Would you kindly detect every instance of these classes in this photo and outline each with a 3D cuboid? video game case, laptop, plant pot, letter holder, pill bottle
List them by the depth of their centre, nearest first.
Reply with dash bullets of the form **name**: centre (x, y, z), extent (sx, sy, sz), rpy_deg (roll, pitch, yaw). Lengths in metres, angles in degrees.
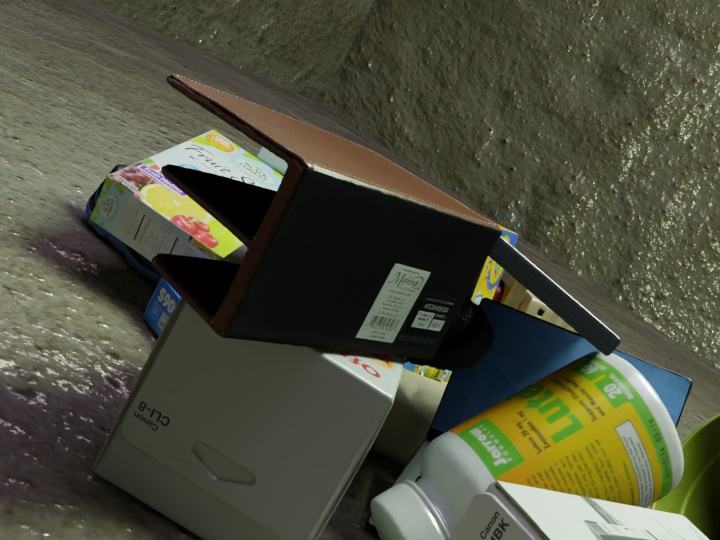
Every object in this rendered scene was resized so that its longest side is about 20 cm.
- **letter holder**: centre (-0.034, -0.030, 0.603), extent (0.142, 0.101, 0.199), rpy_deg (37, 15, 35)
- **pill bottle**: centre (0.111, 0.147, 0.674), extent (0.112, 0.198, 0.112), rpy_deg (56, -18, 28)
- **laptop**: centre (0.134, 0.140, 0.754), extent (0.185, 0.117, 0.200), rpy_deg (21, 29, 18)
- **video game case**: centre (0.129, 0.003, 0.756), extent (0.143, 0.019, 0.200), rpy_deg (41, 5, 5)
- **plant pot**: centre (0.439, 0.275, 1.013), extent (0.192, 0.201, 0.201), rpy_deg (39, 9, -15)

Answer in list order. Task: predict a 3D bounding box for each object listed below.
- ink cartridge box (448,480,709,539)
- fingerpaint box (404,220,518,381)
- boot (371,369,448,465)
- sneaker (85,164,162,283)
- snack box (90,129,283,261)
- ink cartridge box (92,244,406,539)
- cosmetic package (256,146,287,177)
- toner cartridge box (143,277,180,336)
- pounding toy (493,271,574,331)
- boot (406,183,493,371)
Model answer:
- **ink cartridge box**: centre (0.124, 0.214, 0.567), extent (0.198, 0.146, 0.084), rpy_deg (19, 16, -39)
- **fingerpaint box**: centre (0.067, 0.031, 1.021), extent (0.073, 0.202, 0.166), rpy_deg (27, 8, 33)
- **boot**: centre (0.070, 0.112, 0.908), extent (0.154, 0.073, 0.201), rpy_deg (27, 44, 5)
- **sneaker**: centre (-0.200, -0.042, 0.986), extent (0.199, 0.083, 0.070), rpy_deg (36, 14, 26)
- **snack box**: centre (-0.141, -0.059, 0.936), extent (0.141, 0.053, 0.200), rpy_deg (35, 28, 7)
- **ink cartridge box**: centre (-0.060, 0.081, 0.672), extent (0.144, 0.146, 0.200), rpy_deg (30, 13, 0)
- **cosmetic package**: centre (-0.026, -0.069, 1.096), extent (0.150, 0.052, 0.200), rpy_deg (29, -13, 15)
- **toner cartridge box**: centre (-0.092, 0.066, 0.899), extent (0.199, 0.044, 0.095), rpy_deg (18, 16, -46)
- **pounding toy**: centre (0.173, 0.079, 1.129), extent (0.141, 0.186, 0.200), rpy_deg (26, 13, -15)
- **boot**: centre (0.002, -0.002, 0.805), extent (0.209, 0.080, 0.159), rpy_deg (0, -44, 36)
